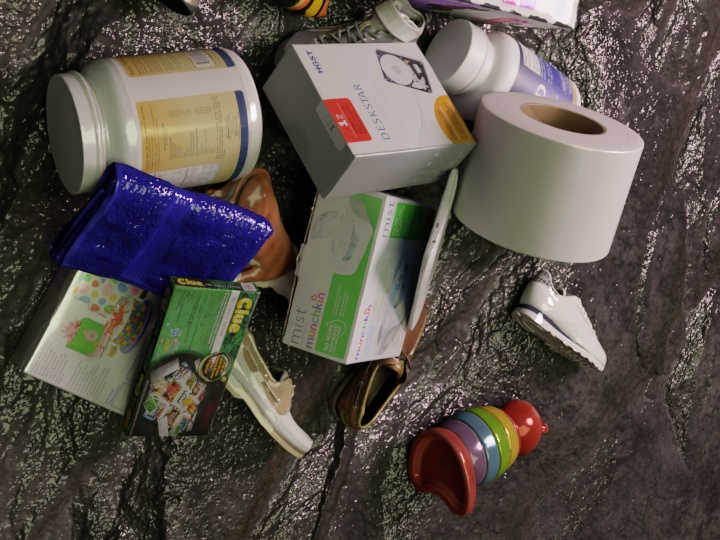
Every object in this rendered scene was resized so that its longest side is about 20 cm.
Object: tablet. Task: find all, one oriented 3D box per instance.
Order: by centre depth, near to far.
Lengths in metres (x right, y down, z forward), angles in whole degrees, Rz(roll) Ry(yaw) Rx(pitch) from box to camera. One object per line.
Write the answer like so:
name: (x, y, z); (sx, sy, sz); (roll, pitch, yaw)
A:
tablet: (0.089, -0.021, 1.333); (0.013, 0.201, 0.131); (17, 63, 6)

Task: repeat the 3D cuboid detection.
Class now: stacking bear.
stacking bear: (0.179, 0.245, 1.548); (0.198, 0.121, 0.115); (-18, 119, -38)

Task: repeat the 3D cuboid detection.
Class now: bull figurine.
bull figurine: (-0.128, -0.028, 1.284); (0.121, 0.065, 0.202); (-31, 130, -18)

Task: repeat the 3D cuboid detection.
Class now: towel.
towel: (-0.207, -0.027, 1.146); (0.198, 0.050, 0.148); (18, 132, -37)

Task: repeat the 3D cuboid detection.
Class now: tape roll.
tape roll: (0.222, -0.115, 1.300); (0.200, 0.203, 0.141); (-2, 118, -32)

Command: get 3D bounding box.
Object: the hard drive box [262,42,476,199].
hard drive box: (0.012, -0.174, 1.240); (0.198, 0.077, 0.157); (-13, 66, -42)

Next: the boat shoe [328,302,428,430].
boat shoe: (0.040, 0.123, 1.443); (0.072, 0.068, 0.201); (36, 81, -32)

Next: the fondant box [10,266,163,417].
fondant box: (-0.270, 0.081, 1.237); (0.199, 0.058, 0.146); (31, 85, -36)

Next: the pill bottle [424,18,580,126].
pill bottle: (0.180, -0.237, 1.411); (0.199, 0.119, 0.121); (25, 88, -34)

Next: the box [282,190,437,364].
box: (0.000, 0.000, 1.327); (0.176, 0.096, 0.203); (4, 102, -68)

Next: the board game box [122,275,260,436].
board game box: (-0.189, 0.099, 1.209); (0.104, 0.024, 0.202); (7, 118, -31)

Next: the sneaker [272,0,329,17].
sneaker: (-0.052, -0.393, 1.263); (0.090, 0.069, 0.203); (12, 89, -60)

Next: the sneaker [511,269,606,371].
sneaker: (0.309, 0.080, 1.609); (0.199, 0.076, 0.081); (38, 71, -35)

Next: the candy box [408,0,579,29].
candy box: (0.142, -0.348, 1.329); (0.198, 0.167, 0.073); (4, 100, -33)

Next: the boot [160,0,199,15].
boot: (-0.202, -0.395, 1.153); (0.154, 0.073, 0.204); (-51, 127, -15)

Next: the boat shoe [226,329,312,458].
boat shoe: (-0.113, 0.152, 1.347); (0.068, 0.075, 0.201); (-43, 121, -10)

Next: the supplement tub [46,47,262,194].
supplement tub: (-0.219, -0.156, 1.157); (0.198, 0.144, 0.147); (-12, 109, -30)

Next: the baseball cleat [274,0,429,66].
baseball cleat: (-0.007, -0.280, 1.288); (0.198, 0.106, 0.070); (-22, 77, -34)
